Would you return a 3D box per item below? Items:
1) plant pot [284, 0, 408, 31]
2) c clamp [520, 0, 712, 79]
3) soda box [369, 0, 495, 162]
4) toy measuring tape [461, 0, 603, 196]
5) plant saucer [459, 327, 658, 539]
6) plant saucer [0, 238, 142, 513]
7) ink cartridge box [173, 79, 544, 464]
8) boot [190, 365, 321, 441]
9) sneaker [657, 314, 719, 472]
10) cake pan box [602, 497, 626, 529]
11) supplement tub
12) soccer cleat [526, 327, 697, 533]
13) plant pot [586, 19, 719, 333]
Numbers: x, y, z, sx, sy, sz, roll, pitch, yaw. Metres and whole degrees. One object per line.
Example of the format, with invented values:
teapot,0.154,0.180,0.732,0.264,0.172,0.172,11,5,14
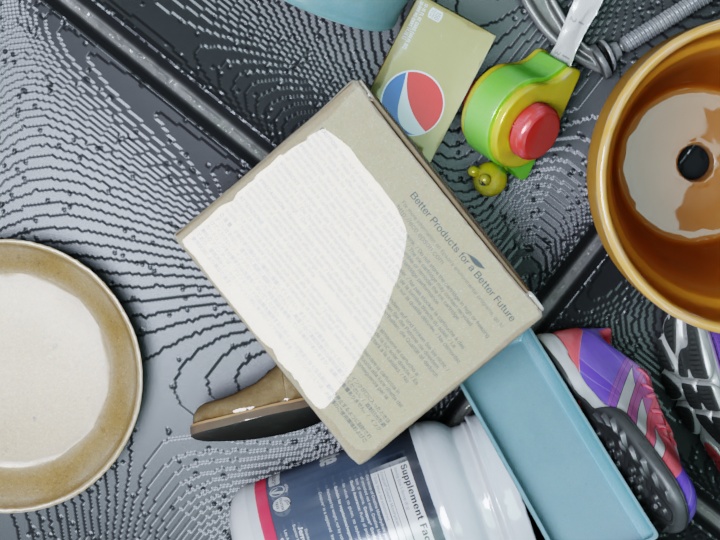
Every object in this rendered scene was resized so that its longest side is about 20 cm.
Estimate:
plant pot,-0.002,-0.272,1.065,0.199,0.200,0.189,24,109,-3
c clamp,0.220,-0.209,1.150,0.199,0.027,0.172,-25,95,3
soda box,0.022,-0.092,1.139,0.064,0.068,0.201,27,95,-3
toy measuring tape,0.120,-0.144,1.120,0.073,0.074,0.201,22,108,-3
plant saucer,0.123,0.118,1.075,0.069,0.201,0.019,-16,139,-14
plant saucer,-0.257,0.075,1.170,0.198,0.035,0.202,0,97,0
ink cartridge box,0.000,0.000,1.075,0.164,0.075,0.200,-39,91,5
boot,-0.035,0.071,1.166,0.198,0.074,0.076,-19,78,-3
sneaker,0.289,0.104,1.174,0.083,0.081,0.201,-35,103,-14
cake pan box,0.140,0.263,1.133,0.184,0.200,0.052,-35,55,3
supplement tub,0.018,0.191,1.134,0.198,0.140,0.141,-20,96,1
soccer cleat,0.187,0.102,1.107,0.073,0.200,0.069,-15,126,-17
plant pot,0.244,-0.068,1.088,0.198,0.183,0.202,0,96,-2
